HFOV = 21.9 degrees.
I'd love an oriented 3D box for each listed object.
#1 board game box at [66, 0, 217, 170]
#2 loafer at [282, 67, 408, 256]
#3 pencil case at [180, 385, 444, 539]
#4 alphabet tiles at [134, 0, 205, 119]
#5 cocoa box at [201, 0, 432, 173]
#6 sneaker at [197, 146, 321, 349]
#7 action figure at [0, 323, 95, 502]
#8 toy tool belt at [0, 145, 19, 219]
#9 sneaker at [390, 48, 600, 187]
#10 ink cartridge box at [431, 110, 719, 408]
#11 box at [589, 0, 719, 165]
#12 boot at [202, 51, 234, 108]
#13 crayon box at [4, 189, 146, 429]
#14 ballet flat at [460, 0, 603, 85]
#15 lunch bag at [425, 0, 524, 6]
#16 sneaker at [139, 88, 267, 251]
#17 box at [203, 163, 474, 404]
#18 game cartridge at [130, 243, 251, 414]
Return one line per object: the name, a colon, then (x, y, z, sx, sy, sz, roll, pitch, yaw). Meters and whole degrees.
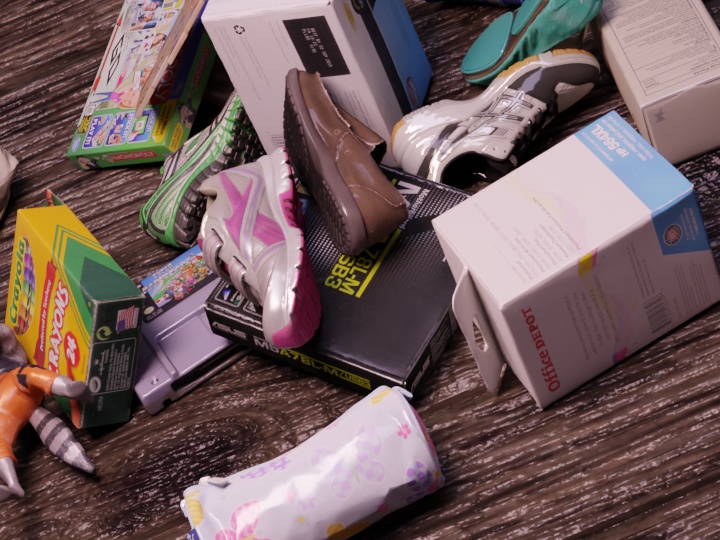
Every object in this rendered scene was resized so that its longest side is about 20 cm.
board game box: (-0.204, -0.196, 1.835, 0.134, 0.029, 0.201, -4, 59, 38)
loafer: (-0.014, -0.094, 1.573, 0.071, 0.073, 0.201, -12, 54, -16)
pencil case: (-0.036, 0.167, 1.416, 0.199, 0.083, 0.091, -27, 65, -2)
alphabet tiles: (-0.158, -0.237, 1.717, 0.201, 0.008, 0.167, -60, 13, 16)
cocoa box: (-0.035, -0.203, 1.685, 0.133, 0.200, 0.132, -3, 47, 24)
sneaker: (-0.085, -0.011, 1.512, 0.088, 0.082, 0.201, -13, 44, 1)
action figure: (-0.311, 0.135, 1.588, 0.193, 0.104, 0.201, 35, 101, 54)
toy tool belt: (-0.426, -0.049, 1.801, 0.123, 0.125, 0.200, -21, 28, 54)
sneaker: (0.130, -0.121, 1.639, 0.199, 0.076, 0.088, -27, 61, 1)
ink cartridge box: (0.159, -0.003, 1.456, 0.199, 0.129, 0.125, -30, 43, -5)
box: (0.264, -0.190, 1.624, 0.094, 0.078, 0.201, -20, 44, 5)
boot: (-0.129, -0.249, 1.886, 0.200, 0.068, 0.189, 24, 75, 45)
crayon box: (-0.257, 0.030, 1.619, 0.051, 0.128, 0.200, -7, 32, -32)
ballet flat: (0.157, -0.206, 1.668, 0.200, 0.070, 0.068, -40, 27, 62)
lunch bag: (0.142, -0.351, 1.794, 0.132, 0.136, 0.200, 10, 52, 32)
sneaker: (-0.141, -0.108, 1.734, 0.085, 0.078, 0.200, 10, 54, 33)
box: (0.000, 0.000, 1.562, 0.192, 0.048, 0.200, 19, 58, 24)
game cartridge: (-0.129, 0.028, 1.631, 0.200, 0.038, 0.130, -34, 48, -8)
